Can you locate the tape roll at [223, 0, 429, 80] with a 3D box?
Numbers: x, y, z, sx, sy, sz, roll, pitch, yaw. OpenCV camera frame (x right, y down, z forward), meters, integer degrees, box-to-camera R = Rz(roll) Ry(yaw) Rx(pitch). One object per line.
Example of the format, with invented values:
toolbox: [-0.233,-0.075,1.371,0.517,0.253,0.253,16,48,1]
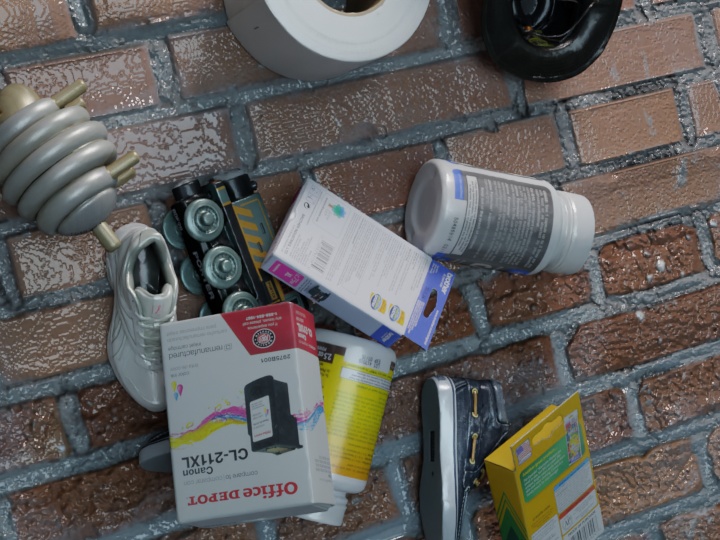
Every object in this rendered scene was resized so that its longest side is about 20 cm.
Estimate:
tape roll: [-0.037,-0.316,1.503,0.201,0.139,0.205,1,88,-22]

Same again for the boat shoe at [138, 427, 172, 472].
boat shoe: [-0.146,0.149,1.472,0.199,0.071,0.092,-18,62,10]

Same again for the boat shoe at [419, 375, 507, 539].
boat shoe: [0.122,0.222,1.580,0.090,0.071,0.202,2,87,-20]

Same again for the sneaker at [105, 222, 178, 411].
sneaker: [-0.223,0.050,1.440,0.077,0.099,0.202,-10,92,-21]

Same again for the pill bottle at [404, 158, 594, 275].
pill bottle: [0.161,-0.056,1.588,0.198,0.114,0.115,10,85,-21]

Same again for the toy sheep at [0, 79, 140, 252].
toy sheep: [-0.303,-0.105,1.398,0.138,0.138,0.200,-37,84,-18]

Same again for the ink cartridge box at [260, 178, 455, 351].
ink cartridge box: [0.000,0.000,1.498,0.199,0.042,0.120,31,50,-9]

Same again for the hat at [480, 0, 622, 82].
hat: [0.216,-0.328,1.627,0.199,0.081,0.202,-7,118,-14]

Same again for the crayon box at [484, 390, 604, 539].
crayon box: [0.211,0.247,1.588,0.125,0.051,0.201,-32,121,-34]

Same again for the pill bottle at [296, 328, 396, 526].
pill bottle: [-0.034,0.171,1.508,0.109,0.109,0.202,17,82,-20]

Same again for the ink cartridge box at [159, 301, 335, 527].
ink cartridge box: [-0.113,0.146,1.377,0.145,0.083,0.202,-10,76,10]

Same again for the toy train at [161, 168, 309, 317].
toy train: [-0.134,-0.011,1.492,0.113,0.085,0.201,-24,95,-34]
